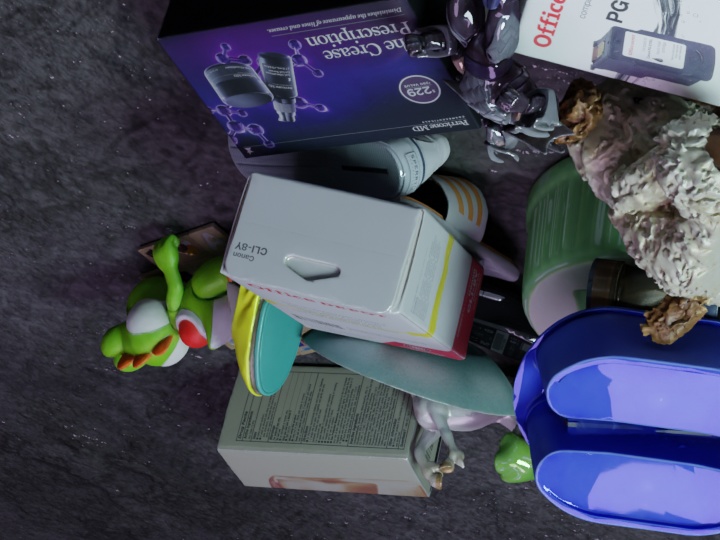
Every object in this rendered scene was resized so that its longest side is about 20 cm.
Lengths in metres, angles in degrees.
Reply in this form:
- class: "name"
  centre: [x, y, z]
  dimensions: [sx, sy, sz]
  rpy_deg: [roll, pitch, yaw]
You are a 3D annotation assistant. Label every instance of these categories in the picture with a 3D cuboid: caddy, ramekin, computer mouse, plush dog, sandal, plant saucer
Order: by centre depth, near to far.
- class: "plush dog"
  centre: [0.211, -0.062, 1.172]
  dimensions: [0.199, 0.172, 0.161]
  rpy_deg: [4, 133, -45]
- class: "caddy"
  centre: [0.208, 0.103, 1.219]
  dimensions: [0.199, 0.105, 0.142]
  rpy_deg: [8, 110, 4]
- class: "ramekin"
  centre: [0.221, 0.001, 1.352]
  dimensions: [0.199, 0.098, 0.200]
  rpy_deg: [11, 147, 7]
- class: "sandal"
  centre: [0.071, -0.045, 1.390]
  dimensions: [0.079, 0.060, 0.206]
  rpy_deg: [13, 172, 33]
- class: "plant saucer"
  centre: [0.049, 0.071, 1.466]
  dimensions: [0.200, 0.039, 0.201]
  rpy_deg: [18, -174, -2]
- class: "computer mouse"
  centre: [0.083, 0.016, 1.473]
  dimensions: [0.199, 0.046, 0.141]
  rpy_deg: [19, 161, 11]

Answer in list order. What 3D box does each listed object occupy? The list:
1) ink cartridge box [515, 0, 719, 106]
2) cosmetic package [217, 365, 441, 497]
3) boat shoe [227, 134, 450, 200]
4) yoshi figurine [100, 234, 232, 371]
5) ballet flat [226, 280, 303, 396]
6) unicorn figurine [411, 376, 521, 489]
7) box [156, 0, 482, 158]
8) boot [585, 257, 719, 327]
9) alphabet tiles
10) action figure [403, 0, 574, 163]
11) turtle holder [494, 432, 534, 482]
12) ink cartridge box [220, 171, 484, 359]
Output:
- class: "ink cartridge box"
  centre: [0.207, -0.187, 1.086]
  dimensions: [0.199, 0.085, 0.145]
  rpy_deg: [14, 147, 1]
- class: "cosmetic package"
  centre: [-0.026, 0.157, 1.682]
  dimensions: [0.199, 0.104, 0.087]
  rpy_deg: [2, 147, 21]
- class: "boat shoe"
  centre: [-0.016, -0.089, 1.334]
  dimensions: [0.199, 0.067, 0.074]
  rpy_deg: [16, 119, 41]
- class: "yoshi figurine"
  centre: [-0.149, 0.024, 1.553]
  dimensions: [0.199, 0.113, 0.112]
  rpy_deg: [-24, 173, 26]
- class: "ballet flat"
  centre: [-0.079, 0.003, 1.432]
  dimensions: [0.067, 0.201, 0.067]
  rpy_deg: [22, -160, 34]
- class: "unicorn figurine"
  centre: [0.092, 0.129, 1.591]
  dimensions: [0.199, 0.138, 0.074]
  rpy_deg: [5, 143, -14]
- class: "box"
  centre: [-0.022, -0.161, 1.227]
  dimensions: [0.199, 0.079, 0.141]
  rpy_deg: [-5, 145, 28]
- class: "boot"
  centre: [0.230, 0.070, 1.292]
  dimensions: [0.096, 0.075, 0.200]
  rpy_deg: [5, 144, 21]
- class: "alphabet tiles"
  centre: [-0.106, 0.023, 1.601]
  dimensions: [0.166, 0.006, 0.200]
  rpy_deg: [-15, 137, 39]
- class: "action figure"
  centre: [0.077, -0.146, 1.080]
  dimensions: [0.130, 0.069, 0.201]
  rpy_deg: [29, 147, 36]
- class: "turtle holder"
  centre: [0.210, 0.119, 1.488]
  dimensions: [0.185, 0.142, 0.131]
  rpy_deg: [-6, 158, 41]
- class: "ink cartridge box"
  centre: [0.000, 0.000, 1.312]
  dimensions: [0.144, 0.084, 0.200]
  rpy_deg: [12, 172, 19]
